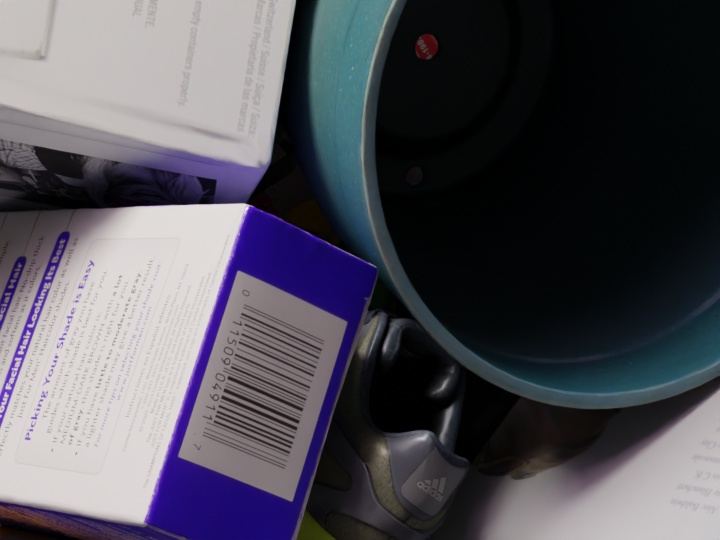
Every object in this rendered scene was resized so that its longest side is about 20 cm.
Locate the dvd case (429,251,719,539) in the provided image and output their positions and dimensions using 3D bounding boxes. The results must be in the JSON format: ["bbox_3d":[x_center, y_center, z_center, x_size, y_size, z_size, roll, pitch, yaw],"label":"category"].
[{"bbox_3d":[0.098,0.069,0.757,0.143,0.018,0.200,6,48,46],"label":"dvd case"}]

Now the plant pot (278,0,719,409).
[{"bbox_3d":[0.056,-0.070,0.800,0.200,0.200,0.188,-39,25,-10],"label":"plant pot"}]

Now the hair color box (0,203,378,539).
[{"bbox_3d":[-0.089,0.038,0.755,0.200,0.065,0.109,2,70,51],"label":"hair color box"}]

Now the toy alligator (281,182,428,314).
[{"bbox_3d":[0.000,0.000,0.905,0.200,0.059,0.054,-37,31,-7],"label":"toy alligator"}]

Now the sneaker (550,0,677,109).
[{"bbox_3d":[0.107,-0.102,0.943,0.077,0.073,0.200,-6,35,-26],"label":"sneaker"}]

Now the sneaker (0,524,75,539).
[{"bbox_3d":[-0.130,0.106,0.861,0.200,0.080,0.086,-12,46,40],"label":"sneaker"}]

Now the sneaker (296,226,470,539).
[{"bbox_3d":[0.000,0.042,0.788,0.081,0.074,0.200,-45,32,19],"label":"sneaker"}]

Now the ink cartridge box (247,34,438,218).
[{"bbox_3d":[-0.080,-0.105,1.045,0.200,0.145,0.145,-33,30,2],"label":"ink cartridge box"}]

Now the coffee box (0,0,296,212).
[{"bbox_3d":[-0.131,-0.124,0.824,0.198,0.200,0.200,130,150,-72],"label":"coffee box"}]

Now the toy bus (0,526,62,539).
[{"bbox_3d":[-0.121,0.133,0.761,0.200,0.065,0.078,7,16,31],"label":"toy bus"}]
